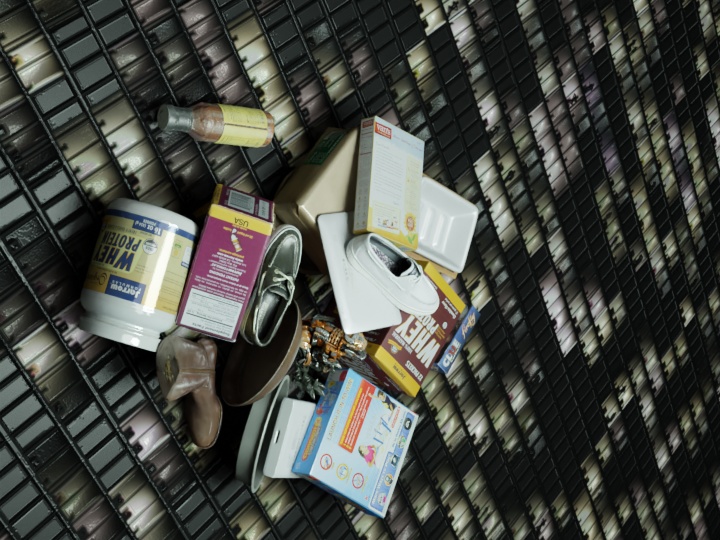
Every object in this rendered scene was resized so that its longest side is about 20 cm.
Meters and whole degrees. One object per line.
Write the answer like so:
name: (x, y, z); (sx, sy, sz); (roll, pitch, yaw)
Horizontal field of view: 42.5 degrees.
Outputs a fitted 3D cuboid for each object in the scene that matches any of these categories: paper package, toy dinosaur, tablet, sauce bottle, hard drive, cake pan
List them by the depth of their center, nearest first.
sauce bottle: (-0.233, -0.240, 1.500); (0.197, 0.065, 0.068); (3, 93, -42)
tablet: (0.000, 0.000, 1.555); (0.128, 0.014, 0.204); (-8, 81, -39)
cake pan: (-0.166, 0.271, 1.565); (0.200, 0.036, 0.204); (16, 89, -86)
toy dinosaur: (-0.079, 0.127, 1.596); (0.101, 0.198, 0.138); (-31, 129, -36)
paper package: (-0.033, -0.121, 1.631); (0.201, 0.102, 0.191); (-54, 126, -23)
hard drive: (-0.104, 0.301, 1.649); (0.200, 0.026, 0.135); (30, 74, -66)

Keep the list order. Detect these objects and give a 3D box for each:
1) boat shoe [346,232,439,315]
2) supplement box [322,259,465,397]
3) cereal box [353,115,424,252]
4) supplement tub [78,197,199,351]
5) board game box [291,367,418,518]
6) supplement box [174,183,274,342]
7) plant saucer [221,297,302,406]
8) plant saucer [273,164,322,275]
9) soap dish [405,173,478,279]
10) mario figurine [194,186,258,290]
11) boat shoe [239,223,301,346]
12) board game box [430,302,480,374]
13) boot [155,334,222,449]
boat shoe: (0.068, 0.003, 1.553); (0.200, 0.068, 0.073); (43, 55, -18)
supplement box: (0.048, 0.095, 1.703); (0.133, 0.195, 0.202); (46, 67, -34)
cereal box: (0.051, -0.147, 1.596); (0.143, 0.039, 0.204); (19, 70, -47)
supplement tub: (-0.334, 0.008, 1.386); (0.143, 0.143, 0.204); (22, 80, -41)
board game box: (-0.005, 0.310, 1.667); (0.195, 0.055, 0.203); (37, 64, -32)
supplement box: (-0.210, -0.014, 1.446); (0.101, 0.131, 0.203); (17, 107, -11)
plant saucer: (-0.157, 0.137, 1.521); (0.032, 0.199, 0.203); (34, 73, -28)
plant saucer: (-0.086, -0.094, 1.672); (0.197, 0.029, 0.205); (-5, 98, -41)
soap dish: (0.137, -0.090, 1.838); (0.198, 0.080, 0.160); (24, 79, -41)
mario figurine: (-0.202, -0.035, 1.563); (0.122, 0.106, 0.202); (-31, 108, 5)
boat shoe: (-0.134, 0.025, 1.496); (0.070, 0.063, 0.204); (20, 86, -31)
board game box: (0.119, 0.116, 1.766); (0.035, 0.198, 0.137); (46, 66, -34)
boot: (-0.270, 0.195, 1.445); (0.200, 0.063, 0.191); (34, 52, -84)
